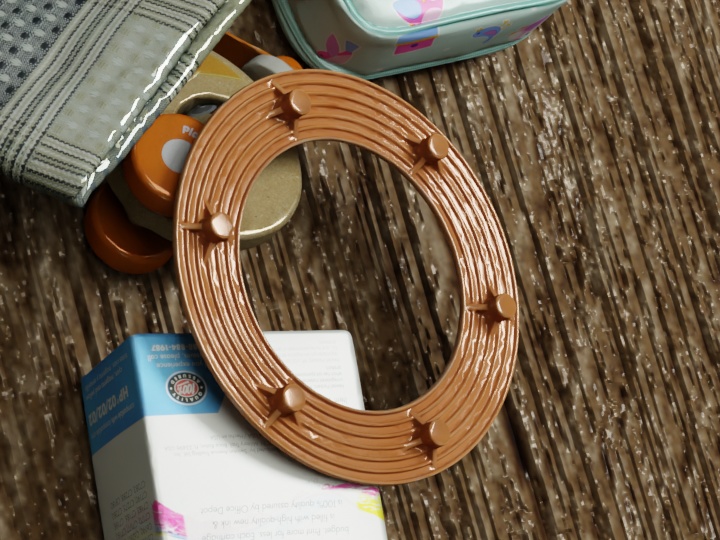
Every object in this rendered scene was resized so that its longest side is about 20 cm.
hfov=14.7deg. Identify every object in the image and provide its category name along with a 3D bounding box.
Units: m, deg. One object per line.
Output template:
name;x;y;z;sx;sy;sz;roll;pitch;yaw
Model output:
lunch bag;0.010;-0.201;1.414;0.160;0.077;0.201;-16;77;-26
toy helicopter;-0.084;-0.102;1.330;0.132;0.079;0.200;-13;70;-29
towel;-0.157;-0.138;1.284;0.192;0.035;0.200;25;56;14
ring;0.000;0.000;1.283;0.200;0.019;0.201;14;66;-35
ink cartridge box;-0.050;0.132;1.257;0.115;0.068;0.201;0;70;-29
